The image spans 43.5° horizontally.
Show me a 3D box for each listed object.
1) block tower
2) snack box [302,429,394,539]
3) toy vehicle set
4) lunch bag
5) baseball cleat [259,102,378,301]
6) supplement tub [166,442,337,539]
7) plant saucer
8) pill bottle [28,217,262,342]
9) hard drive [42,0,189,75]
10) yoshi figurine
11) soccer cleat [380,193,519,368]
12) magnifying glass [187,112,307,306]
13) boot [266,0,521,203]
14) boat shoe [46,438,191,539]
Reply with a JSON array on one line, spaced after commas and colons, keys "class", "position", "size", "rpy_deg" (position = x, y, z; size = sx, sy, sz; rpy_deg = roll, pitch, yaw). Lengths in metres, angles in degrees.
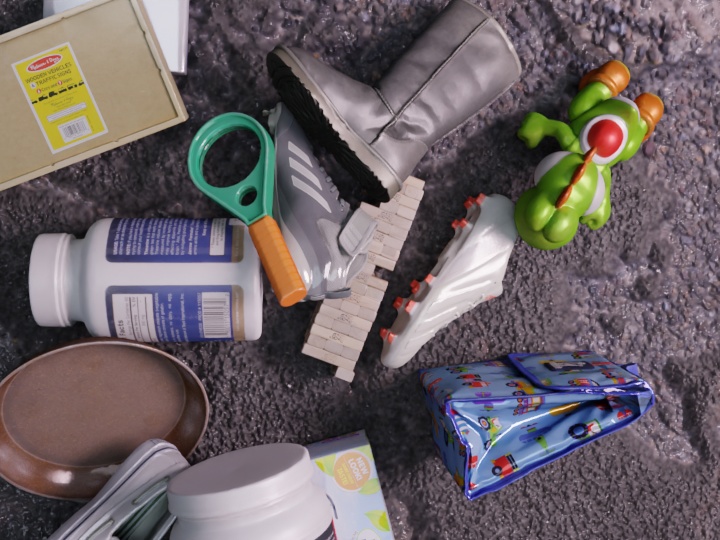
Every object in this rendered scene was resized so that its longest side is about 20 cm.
[{"class": "block tower", "position": [0.000, 0.000, 0.862], "size": [0.057, 0.054, 0.202], "rpy_deg": [20, 91, -6]}, {"class": "snack box", "position": [-0.048, 0.275, 0.867], "size": [0.166, 0.068, 0.203], "rpy_deg": [-13, 96, -4]}, {"class": "toy vehicle set", "position": [-0.272, -0.161, 0.816], "size": [0.198, 0.027, 0.126], "rpy_deg": [-20, 107, 1]}, {"class": "lunch bag", "position": [0.167, 0.125, 0.837], "size": [0.197, 0.151, 0.095], "rpy_deg": [-14, 95, -5]}, {"class": "baseball cleat", "position": [-0.039, -0.063, 0.822], "size": [0.105, 0.070, 0.203], "rpy_deg": [-1, 67, -7]}, {"class": "supplement tub", "position": [-0.082, 0.263, 0.759], "size": [0.138, 0.140, 0.203], "rpy_deg": [-12, 95, -5]}, {"class": "plant saucer", "position": [-0.238, 0.129, 0.812], "size": [0.198, 0.035, 0.202], "rpy_deg": [-11, 132, -12]}, {"class": "pill bottle", "position": [-0.188, 0.009, 0.814], "size": [0.197, 0.111, 0.113], "rpy_deg": [0, 94, -6]}, {"class": "hard drive", "position": [-0.224, -0.288, 0.834], "size": [0.130, 0.025, 0.203], "rpy_deg": [2, 93, -6]}, {"class": "yoshi figurine", "position": [0.201, -0.096, 0.851], "size": [0.201, 0.111, 0.113], "rpy_deg": [-52, 138, -28]}, {"class": "soccer cleat", "position": [0.093, 0.018, 0.867], "size": [0.077, 0.069, 0.201], "rpy_deg": [36, 87, -10]}, {"class": "magnifying glass", "position": [-0.094, -0.056, 0.776], "size": [0.079, 0.022, 0.201], "rpy_deg": [-30, 63, 5]}, {"class": "boot", "position": [0.036, -0.185, 0.819], "size": [0.200, 0.072, 0.182], "rpy_deg": [-47, 108, -14]}, {"class": "boat shoe", "position": [-0.220, 0.240, 0.785], "size": [0.201, 0.066, 0.074], "rpy_deg": [-56, 138, -12]}]
